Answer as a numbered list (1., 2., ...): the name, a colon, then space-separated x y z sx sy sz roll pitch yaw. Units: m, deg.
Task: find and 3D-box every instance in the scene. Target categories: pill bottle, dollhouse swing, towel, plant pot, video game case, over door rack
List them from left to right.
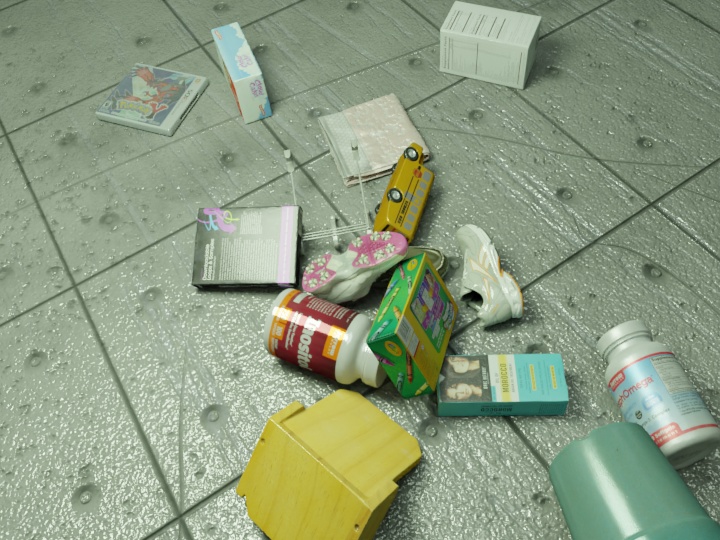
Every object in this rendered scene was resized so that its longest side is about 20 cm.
1. video game case: -0.470 -0.391 1.567 0.195 0.023 0.185 14 57 15
2. over door rack: -0.058 -0.134 1.305 0.144 0.067 0.205 -9 74 -1
3. pill bottle: -0.048 0.111 1.107 0.196 0.114 0.114 18 57 18
4. dollhouse swing: -0.037 0.303 1.017 0.198 0.175 0.185 33 104 25
5. towel: 0.024 -0.276 1.433 0.187 0.033 0.203 -19 56 -9
6. plant pot: 0.347 0.318 0.883 0.195 0.203 0.198 -15 46 -6
7. pill bottle: 0.430 0.180 1.016 0.106 0.110 0.203 -15 53 -6

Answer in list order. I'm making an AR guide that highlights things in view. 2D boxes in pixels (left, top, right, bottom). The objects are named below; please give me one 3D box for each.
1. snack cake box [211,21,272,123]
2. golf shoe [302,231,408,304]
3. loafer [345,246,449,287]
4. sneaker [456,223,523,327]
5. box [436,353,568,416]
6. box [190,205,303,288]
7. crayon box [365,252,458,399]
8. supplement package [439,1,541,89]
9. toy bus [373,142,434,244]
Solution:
1. snack cake box: -0.263 -0.436 1.523 0.066 0.116 0.202 -19 55 -10
2. golf shoe: 0.000 0.000 1.167 0.196 0.092 0.077 -22 44 21
3. loafer: 0.058 -0.012 1.213 0.194 0.070 0.077 -4 53 2
4. sneaker: 0.199 0.007 1.188 0.090 0.076 0.202 -22 54 -5
5. box: 0.216 0.177 1.075 0.194 0.050 0.084 -2 53 4
6. box: -0.204 -0.042 1.246 0.194 0.036 0.147 0 75 9
7. crayon box: 0.086 0.082 1.078 0.057 0.120 0.201 -19 27 32
8. supplement package: 0.281 -0.495 1.516 0.196 0.115 0.111 18 58 17
9. toy bus: 0.083 -0.141 1.296 0.077 0.065 0.203 29 57 -11
